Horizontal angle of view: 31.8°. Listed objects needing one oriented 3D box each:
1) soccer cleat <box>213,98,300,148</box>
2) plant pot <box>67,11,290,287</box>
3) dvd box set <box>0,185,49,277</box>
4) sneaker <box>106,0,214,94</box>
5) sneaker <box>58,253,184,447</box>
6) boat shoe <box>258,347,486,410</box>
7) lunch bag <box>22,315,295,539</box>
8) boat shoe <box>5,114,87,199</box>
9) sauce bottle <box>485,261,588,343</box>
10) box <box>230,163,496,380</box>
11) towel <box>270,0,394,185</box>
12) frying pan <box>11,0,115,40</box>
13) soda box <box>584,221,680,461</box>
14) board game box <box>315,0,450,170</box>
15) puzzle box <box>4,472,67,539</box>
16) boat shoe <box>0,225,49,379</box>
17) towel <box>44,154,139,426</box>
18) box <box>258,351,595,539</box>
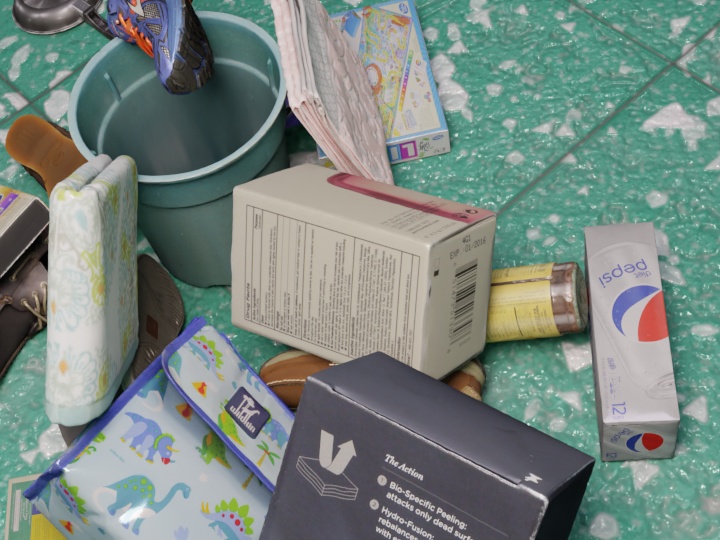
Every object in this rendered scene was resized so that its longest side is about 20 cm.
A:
[{"bbox_3d":[-0.119,-0.154,1.291,0.198,0.068,0.074,4,91,21],"label":"soccer cleat"},{"bbox_3d":[-0.146,-0.098,1.180,0.197,0.197,0.202,-5,53,7],"label":"plant pot"},{"bbox_3d":[-0.385,-0.021,1.205,0.199,0.029,0.147,15,62,52],"label":"dvd box set"},{"bbox_3d":[-0.182,-0.217,1.114,0.078,0.076,0.201,-24,46,3],"label":"sneaker"},{"bbox_3d":[-0.225,0.071,1.152,0.106,0.075,0.201,-33,32,21],"label":"sneaker"},{"bbox_3d":[0.008,0.109,1.083,0.197,0.076,0.075,-2,57,10],"label":"boat shoe"},{"bbox_3d":[-0.133,0.157,1.010,0.170,0.127,0.200,47,53,-5],"label":"lunch bag"},{"bbox_3d":[-0.282,-0.094,1.265,0.071,0.070,0.200,-49,49,2],"label":"boat shoe"},{"bbox_3d":[0.099,0.032,1.113,0.198,0.065,0.065,-5,53,23],"label":"sauce bottle"},{"bbox_3d":[0.000,0.000,1.053,0.198,0.129,0.109,18,26,32],"label":"box"},{"bbox_3d":[-0.024,-0.170,1.174,0.032,0.191,0.202,-22,52,15],"label":"towel"},{"bbox_3d":[-0.342,-0.298,1.465,0.114,0.031,0.191,-27,52,-8],"label":"frying pan"},{"bbox_3d":[0.229,0.058,1.083,0.063,0.069,0.202,-3,54,7],"label":"soda box"},{"bbox_3d":[0.010,-0.194,1.322,0.133,0.034,0.202,-12,54,1],"label":"board game box"},{"bbox_3d":[-0.230,0.255,1.049,0.131,0.026,0.202,-10,54,3],"label":"puzzle box"},{"bbox_3d":[-0.320,0.019,1.204,0.072,0.075,0.202,4,57,13],"label":"boat shoe"},{"bbox_3d":[-0.206,0.007,0.974,0.047,0.173,0.200,1,14,-2],"label":"towel"},{"bbox_3d":[0.040,0.195,0.928,0.195,0.202,0.117,25,17,24],"label":"box"}]
